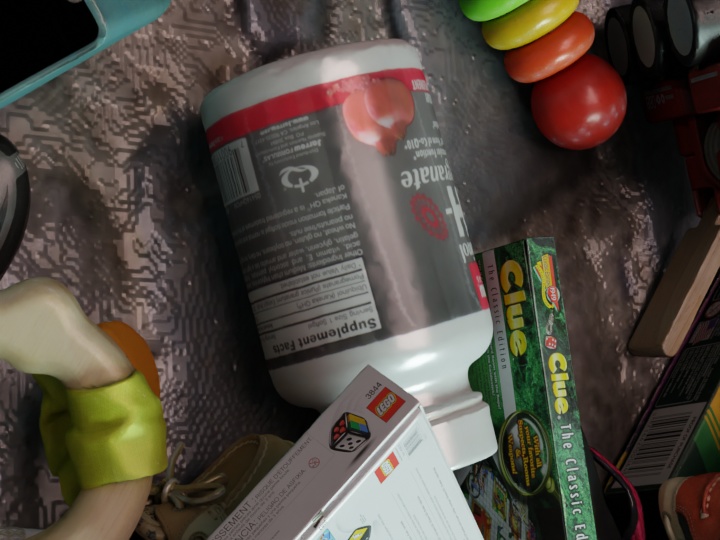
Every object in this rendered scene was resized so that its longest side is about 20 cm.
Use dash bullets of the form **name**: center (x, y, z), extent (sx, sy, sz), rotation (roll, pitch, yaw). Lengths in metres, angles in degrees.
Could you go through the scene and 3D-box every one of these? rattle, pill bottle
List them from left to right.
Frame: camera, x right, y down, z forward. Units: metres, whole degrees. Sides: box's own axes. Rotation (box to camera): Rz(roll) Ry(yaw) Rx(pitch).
- **rattle**: center (-0.180, 0.087, 0.654), extent (0.200, 0.143, 0.130), rotation (-41, 114, -2)
- **pill bottle**: center (0.000, 0.000, 0.755), extent (0.110, 0.111, 0.201), rotation (-14, 88, -34)

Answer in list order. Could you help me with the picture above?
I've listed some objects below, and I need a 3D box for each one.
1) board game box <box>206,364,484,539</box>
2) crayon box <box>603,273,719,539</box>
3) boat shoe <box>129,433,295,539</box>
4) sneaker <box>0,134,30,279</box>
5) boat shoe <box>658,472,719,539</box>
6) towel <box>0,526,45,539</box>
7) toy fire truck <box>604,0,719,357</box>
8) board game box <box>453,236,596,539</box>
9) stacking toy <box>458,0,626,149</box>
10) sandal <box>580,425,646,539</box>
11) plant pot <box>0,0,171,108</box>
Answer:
- **board game box**: center (-0.003, 0.140, 0.680), extent (0.126, 0.035, 0.200), rotation (-46, 147, -15)
- **crayon box**: center (0.254, 0.106, 0.930), extent (0.173, 0.058, 0.200), rotation (45, 60, -18)
- **boat shoe**: center (-0.097, 0.132, 0.661), extent (0.063, 0.073, 0.200), rotation (50, 57, -12)
- **sneaker**: center (-0.204, 0.011, 0.634), extent (0.200, 0.083, 0.071), rotation (-42, 99, -33)
- **boat shoe**: center (0.218, 0.189, 0.837), extent (0.071, 0.062, 0.201), rotation (-47, 120, -39)
- **towel**: center (-0.126, 0.186, 0.686), extent (0.199, 0.024, 0.148), rotation (8, 75, -32)
- **toy fire truck**: center (0.202, -0.060, 0.873), extent (0.128, 0.176, 0.201), rotation (-13, 93, -7)
- **board game box**: center (0.071, 0.091, 0.786), extent (0.023, 0.105, 0.201), rotation (-3, 82, -32)
- **stacking toy**: center (0.088, -0.157, 0.869), extent (0.085, 0.085, 0.201), rotation (-43, 108, -32)
- **sandal**: center (0.121, 0.135, 0.832), extent (0.045, 0.075, 0.201), rotation (-34, 107, -32)
- **plant pot**: center (-0.159, -0.131, 0.624), extent (0.142, 0.141, 0.200), rotation (62, 15, -7)
